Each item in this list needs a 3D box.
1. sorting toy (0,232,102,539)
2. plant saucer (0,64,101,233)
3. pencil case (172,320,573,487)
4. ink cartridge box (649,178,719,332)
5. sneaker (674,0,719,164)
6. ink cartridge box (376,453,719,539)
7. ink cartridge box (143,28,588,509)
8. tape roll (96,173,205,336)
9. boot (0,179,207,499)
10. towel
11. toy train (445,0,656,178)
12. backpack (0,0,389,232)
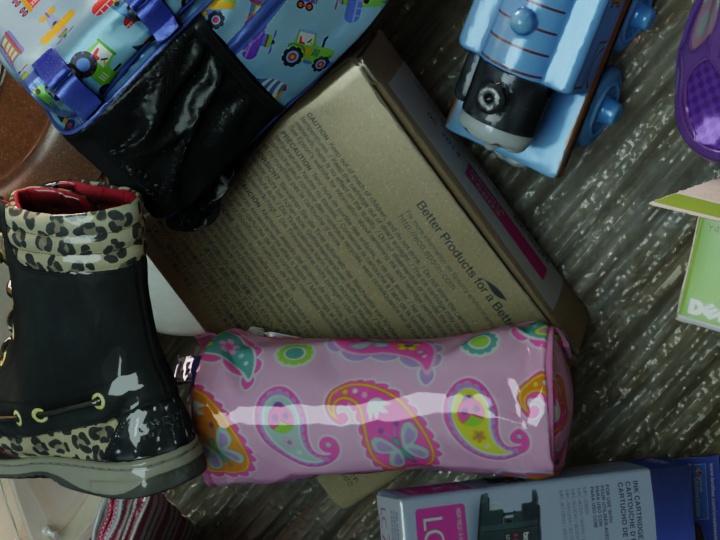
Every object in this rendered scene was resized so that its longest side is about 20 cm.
[{"bbox_3d":[-0.226,0.051,1.531,0.180,0.107,0.201,5,119,44],"label":"sorting toy"},{"bbox_3d":[-0.214,-0.119,1.519,0.200,0.034,0.201,-3,85,38],"label":"plant saucer"},{"bbox_3d":[0.009,0.067,1.349,0.199,0.087,0.088,-2,95,13],"label":"pencil case"},{"bbox_3d":[0.225,0.008,1.275,0.147,0.200,0.076,16,102,22],"label":"ink cartridge box"},{"bbox_3d":[0.209,-0.146,1.328,0.080,0.088,0.201,30,108,17],"label":"sneaker"},{"bbox_3d":[0.109,0.163,1.364,0.042,0.199,0.120,-178,84,-67],"label":"ink cartridge box"},{"bbox_3d":[0.000,0.000,1.412,0.164,0.075,0.200,-34,99,19],"label":"ink cartridge box"},{"bbox_3d":[-0.094,-0.063,1.499,0.202,0.037,0.204,3,97,23],"label":"tape roll"},{"bbox_3d":[-0.167,0.028,1.349,0.203,0.073,0.154,8,114,42],"label":"boot"},{"bbox_3d":[-0.138,0.191,1.429,0.030,0.200,0.147,22,80,9],"label":"towel"},{"bbox_3d":[0.105,-0.145,1.359,0.086,0.114,0.201,27,105,19],"label":"toy train"},{"bbox_3d":[-0.080,-0.149,1.343,0.200,0.134,0.183,-43,36,8],"label":"backpack"}]
